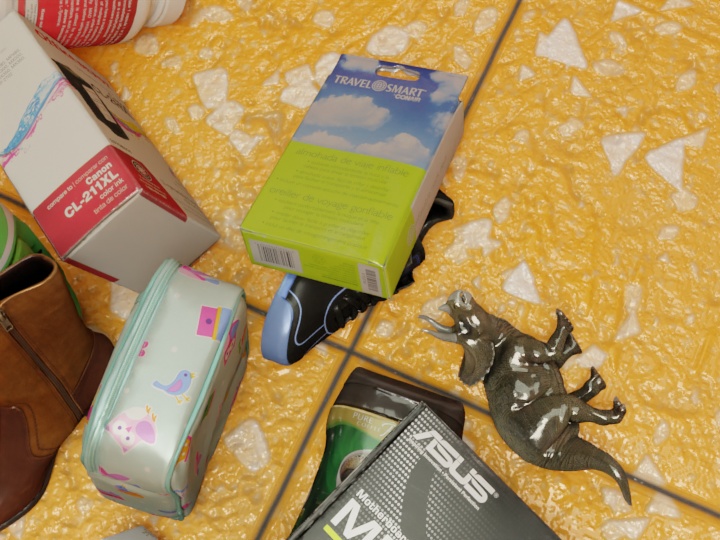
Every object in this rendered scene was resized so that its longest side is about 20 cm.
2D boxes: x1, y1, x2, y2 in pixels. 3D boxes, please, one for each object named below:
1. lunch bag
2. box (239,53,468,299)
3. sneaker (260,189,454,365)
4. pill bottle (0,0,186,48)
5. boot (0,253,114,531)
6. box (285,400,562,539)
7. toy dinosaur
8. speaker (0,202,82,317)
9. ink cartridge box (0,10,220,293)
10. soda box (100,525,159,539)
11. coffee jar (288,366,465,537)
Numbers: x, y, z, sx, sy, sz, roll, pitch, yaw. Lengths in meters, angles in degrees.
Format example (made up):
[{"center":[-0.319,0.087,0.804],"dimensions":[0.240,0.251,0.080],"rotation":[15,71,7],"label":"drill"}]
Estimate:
[{"center":[-0.132,0.086,0.750],"dimensions":[0.076,0.200,0.162],"rotation":[18,69,-1],"label":"lunch bag"},{"center":[0.001,-0.081,0.832],"dimensions":[0.121,0.048,0.201],"rotation":[14,56,18],"label":"box"},{"center":[0.000,0.000,0.844],"dimensions":[0.077,0.070,0.201],"rotation":[26,70,21],"label":"sneaker"},{"center":[-0.252,-0.248,0.903],"dimensions":[0.199,0.113,0.113],"rotation":[-17,62,-42],"label":"pill bottle"},{"center":[-0.255,0.099,0.747],"dimensions":[0.188,0.200,0.068],"rotation":[-41,71,-13],"label":"boot"},{"center":[0.043,0.222,0.676],"dimensions":[0.193,0.048,0.200],"rotation":[-42,78,-14],"label":"box"},{"center":[0.136,0.098,0.804],"dimensions":[0.102,0.077,0.201],"rotation":[-31,73,3],"label":"toy dinosaur"},{"center":[-0.271,0.012,0.785],"dimensions":[0.087,0.200,0.089],"rotation":[-1,67,3],"label":"speaker"},{"center":[-0.221,-0.090,0.847],"dimensions":[0.083,0.146,0.201],"rotation":[-40,70,5],"label":"ink cartridge box"},{"center":[-0.111,0.269,0.731],"dimensions":[0.199,0.064,0.068],"rotation":[35,96,16],"label":"soda box"},{"center":[0.005,0.176,0.761],"dimensions":[0.103,0.085,0.202],"rotation":[18,70,10],"label":"coffee jar"}]
